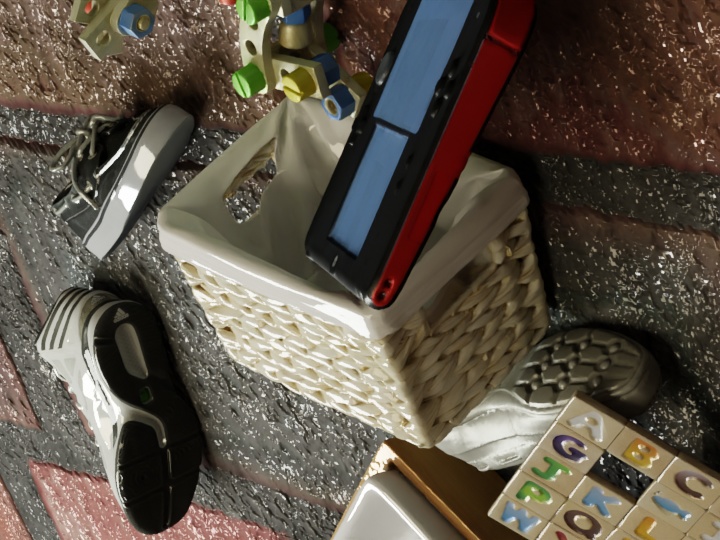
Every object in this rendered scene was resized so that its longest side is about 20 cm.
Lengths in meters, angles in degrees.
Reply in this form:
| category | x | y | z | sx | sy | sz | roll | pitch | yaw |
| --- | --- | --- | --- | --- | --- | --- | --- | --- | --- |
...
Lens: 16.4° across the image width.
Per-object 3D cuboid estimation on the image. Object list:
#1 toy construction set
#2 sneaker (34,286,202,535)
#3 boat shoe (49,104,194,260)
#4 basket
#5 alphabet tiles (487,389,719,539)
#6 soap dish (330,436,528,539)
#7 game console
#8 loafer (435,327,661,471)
| category | x | y | z | sx | sy | sz | roll | pitch | yaw |
| --- | --- | --- | --- | --- | --- | --- | --- | --- | --- |
| toy construction set | -0.084 | -0.165 | 1.489 | 0.200 | 0.092 | 0.131 | 16 | 134 | 31 |
| sneaker | -0.187 | 0.099 | 1.920 | 0.115 | 0.076 | 0.201 | 26 | 132 | 52 |
| boat shoe | -0.169 | -0.072 | 1.704 | 0.068 | 0.074 | 0.199 | 38 | 158 | -2 |
| basket | 0.000 | 0.000 | 1.484 | 0.200 | 0.136 | 0.124 | 23 | 147 | 42 |
| alphabet tiles | 0.184 | 0.158 | 1.457 | 0.200 | 0.008 | 0.167 | 31 | 147 | 2 |
| soap dish | 0.057 | 0.204 | 1.665 | 0.157 | 0.081 | 0.200 | 45 | 148 | 14 |
| game console | 0.025 | -0.075 | 1.308 | 0.031 | 0.177 | 0.200 | 27 | -178 | -13 |
| loafer | 0.114 | 0.082 | 1.489 | 0.070 | 0.070 | 0.200 | 44 | 152 | -20 |
